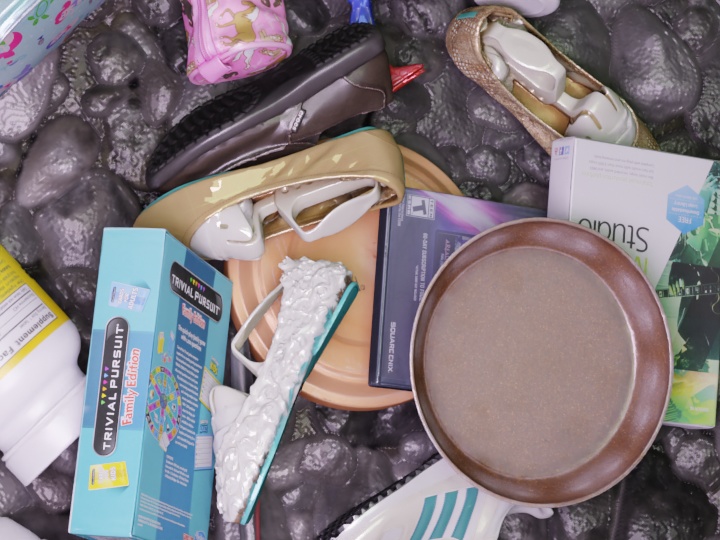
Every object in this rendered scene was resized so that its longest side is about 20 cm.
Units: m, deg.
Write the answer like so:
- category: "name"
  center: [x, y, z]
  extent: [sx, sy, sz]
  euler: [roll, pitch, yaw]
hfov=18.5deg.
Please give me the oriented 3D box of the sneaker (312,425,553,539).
- category: "sneaker"
  center: [0.054, 0.185, 1.556]
  extent: [0.199, 0.070, 0.094]
  euler: [-31, 87, -27]

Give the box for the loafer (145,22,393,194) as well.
- category: "loafer"
  center: [-0.060, -0.098, 1.573]
  extent: [0.199, 0.073, 0.072]
  euler: [-29, 113, 4]

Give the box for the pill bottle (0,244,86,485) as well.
- category: "pill bottle"
  center: [-0.262, 0.043, 1.488]
  extent: [0.112, 0.112, 0.200]
  euler: [-43, 92, -18]

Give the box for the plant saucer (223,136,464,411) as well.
- category: "plant saucer"
  center: [0.000, 0.000, 1.605]
  extent: [0.198, 0.032, 0.202]
  euler: [3, 79, -13]

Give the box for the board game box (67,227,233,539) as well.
- category: "board game box"
  center: [-0.138, 0.087, 1.490]
  extent: [0.046, 0.151, 0.202]
  euler: [1, 77, 15]

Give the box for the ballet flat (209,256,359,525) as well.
- category: "ballet flat"
  center: [-0.066, 0.079, 1.530]
  extent: [0.071, 0.072, 0.201]
  euler: [28, 71, -7]

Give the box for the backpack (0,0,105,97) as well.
- category: "backpack"
  center: [-0.266, -0.204, 1.503]
  extent: [0.199, 0.178, 0.151]
  euler: [-37, 85, -14]

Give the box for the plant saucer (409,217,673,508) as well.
- category: "plant saucer"
  center: [0.123, 0.065, 1.551]
  extent: [0.198, 0.034, 0.202]
  euler: [1, 85, -18]

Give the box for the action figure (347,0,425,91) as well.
- category: "action figure"
  center: [-0.014, -0.228, 1.631]
  extent: [0.051, 0.065, 0.201]
  euler: [-32, 89, 8]

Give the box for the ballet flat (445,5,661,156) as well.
- category: "ballet flat"
  center: [0.150, -0.128, 1.650]
  extent: [0.199, 0.065, 0.071]
  euler: [34, 75, -6]

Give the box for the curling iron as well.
- category: "curling iron"
  center: [-0.071, 0.146, 1.561]
  extent: [0.049, 0.026, 0.202]
  euler: [-8, 82, -19]

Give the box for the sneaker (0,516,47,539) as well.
- category: "sneaker"
  center: [-0.281, 0.252, 1.473]
  extent: [0.099, 0.075, 0.201]
  euler: [30, 69, 8]

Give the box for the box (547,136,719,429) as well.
- category: "box"
  center: [0.201, 0.011, 1.625]
  extent: [0.143, 0.036, 0.202]
  euler: [7, 86, -27]

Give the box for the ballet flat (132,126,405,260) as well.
- category: "ballet flat"
  center: [-0.062, -0.043, 1.542]
  extent: [0.198, 0.069, 0.063]
  euler: [-21, 56, 0]

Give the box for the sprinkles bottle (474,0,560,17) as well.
- category: "sprinkles bottle"
  center: [0.128, -0.296, 1.676]
  extent: [0.068, 0.068, 0.202]
  euler: [10, 77, -12]

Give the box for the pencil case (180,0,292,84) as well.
- category: "pencil case"
  center: [-0.107, -0.235, 1.598]
  extent: [0.086, 0.083, 0.202]
  euler: [-14, 84, -17]

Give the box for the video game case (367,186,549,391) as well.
- category: "video game case"
  center: [0.101, 0.023, 1.608]
  extent: [0.198, 0.019, 0.144]
  euler: [8, 81, -25]
